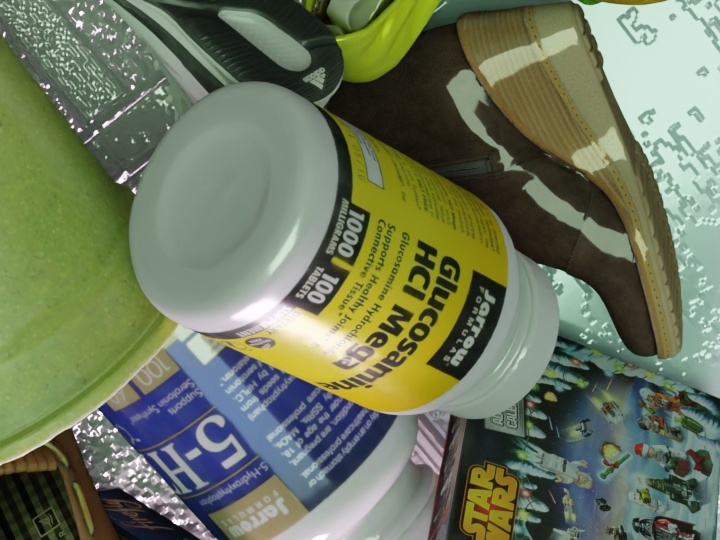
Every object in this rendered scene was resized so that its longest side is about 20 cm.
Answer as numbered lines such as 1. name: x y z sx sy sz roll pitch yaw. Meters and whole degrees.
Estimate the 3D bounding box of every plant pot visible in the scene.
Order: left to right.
1. plant pot: -0.202 -0.033 1.073 0.200 0.201 0.185 -26 117 5

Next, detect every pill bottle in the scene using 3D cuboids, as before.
1. pill bottle: -0.042 0.077 1.184 0.120 0.120 0.200 -40 102 8
2. pill bottle: 0.000 0.000 1.085 0.200 0.112 0.113 26 105 -45

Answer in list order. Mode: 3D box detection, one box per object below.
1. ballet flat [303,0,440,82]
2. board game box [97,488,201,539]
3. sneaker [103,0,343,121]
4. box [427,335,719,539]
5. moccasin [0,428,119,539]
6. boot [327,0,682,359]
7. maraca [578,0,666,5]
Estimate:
1. ballet flat: 0.035 -0.179 1.129 0.067 0.067 0.200 34 94 25
2. board game box: -0.110 0.229 1.219 0.034 0.135 0.201 -5 108 -39
3. sneaker: -0.094 -0.109 1.149 0.200 0.076 0.116 45 145 23
4. box: 0.105 0.119 1.162 0.136 0.200 0.040 20 132 -7
5. moccasin: -0.176 0.108 1.178 0.073 0.078 0.202 -29 68 6
6. boot: 0.063 -0.028 1.199 0.166 0.072 0.201 -19 106 16
7. maraca: 0.159 -0.209 1.113 0.107 0.137 0.200 36 95 10
